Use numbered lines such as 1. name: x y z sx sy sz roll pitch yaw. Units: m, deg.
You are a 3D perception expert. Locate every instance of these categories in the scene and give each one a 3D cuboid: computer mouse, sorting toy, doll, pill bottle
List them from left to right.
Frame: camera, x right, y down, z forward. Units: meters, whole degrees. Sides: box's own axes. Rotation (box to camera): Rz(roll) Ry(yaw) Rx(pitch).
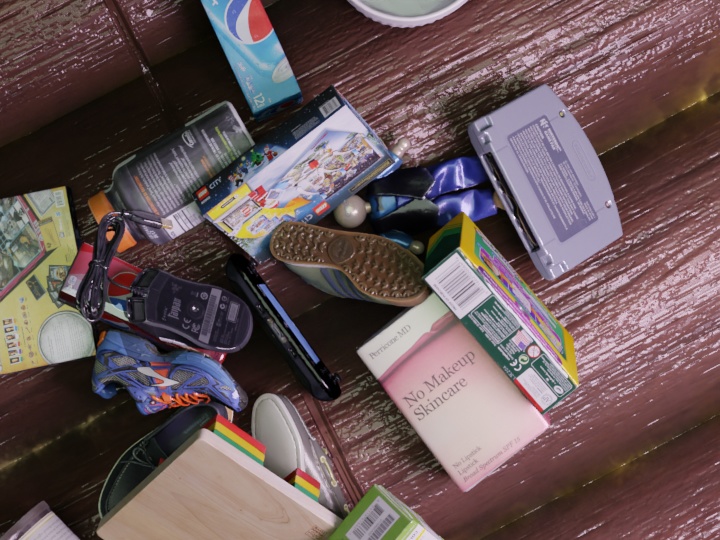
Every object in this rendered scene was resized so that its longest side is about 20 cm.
1. computer mouse: -0.212 0.013 1.675 0.199 0.046 0.141 15 67 -19
2. pill bottle: -0.209 -0.100 1.732 0.199 0.106 0.107 -30 88 -1
3. sorting toy: -0.151 0.266 1.680 0.200 0.070 0.199 36 122 -20
4. doll: 0.065 -0.088 1.762 0.198 0.048 0.138 -13 90 4

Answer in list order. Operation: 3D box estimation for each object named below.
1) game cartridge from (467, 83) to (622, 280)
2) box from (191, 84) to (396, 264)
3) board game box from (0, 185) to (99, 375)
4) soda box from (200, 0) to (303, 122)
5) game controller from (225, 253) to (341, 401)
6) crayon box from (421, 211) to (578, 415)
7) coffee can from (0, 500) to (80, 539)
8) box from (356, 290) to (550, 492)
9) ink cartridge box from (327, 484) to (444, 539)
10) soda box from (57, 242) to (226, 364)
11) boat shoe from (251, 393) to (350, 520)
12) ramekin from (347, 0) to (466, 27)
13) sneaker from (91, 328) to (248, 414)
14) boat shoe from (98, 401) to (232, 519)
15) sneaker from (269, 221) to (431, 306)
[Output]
1. game cartridge: 0.217 -0.105 1.741 0.133 0.041 0.201 -29 94 -26
2. box: -0.073 -0.104 1.704 0.199 0.137 0.038 -37 56 7
3. board game box: -0.385 0.013 1.762 0.134 0.035 0.202 -11 87 -1
4. soda box: -0.135 -0.278 1.761 0.064 0.068 0.201 -25 87 -1
5. game controller: -0.087 0.065 1.725 0.042 0.104 0.200 -36 88 -6
6. crayon box: 0.155 0.043 1.676 0.058 0.173 0.200 -39 98 13
7. coffee can: -0.335 0.378 1.687 0.200 0.146 0.146 44 88 2
8. box: 0.106 0.128 1.715 0.128 0.109 0.200 -38 88 6
9. ink cartridge box: 0.039 0.345 1.668 0.148 0.200 0.076 -49 45 -3
10. soda box: -0.240 0.043 1.723 0.199 0.070 0.064 26 73 -10
11. boat shoe: -0.065 0.233 1.740 0.072 0.060 0.203 -27 81 40
12. ramekin: 0.052 -0.375 1.749 0.198 0.105 0.202 0 88 -1
13. sneaker: -0.216 0.130 1.706 0.199 0.075 0.079 12 69 24
14. boat shoe: -0.226 0.217 1.739 0.200 0.062 0.075 -45 90 -1
15. sneaker: 0.000 0.000 1.714 0.199 0.090 0.068 17 77 25
